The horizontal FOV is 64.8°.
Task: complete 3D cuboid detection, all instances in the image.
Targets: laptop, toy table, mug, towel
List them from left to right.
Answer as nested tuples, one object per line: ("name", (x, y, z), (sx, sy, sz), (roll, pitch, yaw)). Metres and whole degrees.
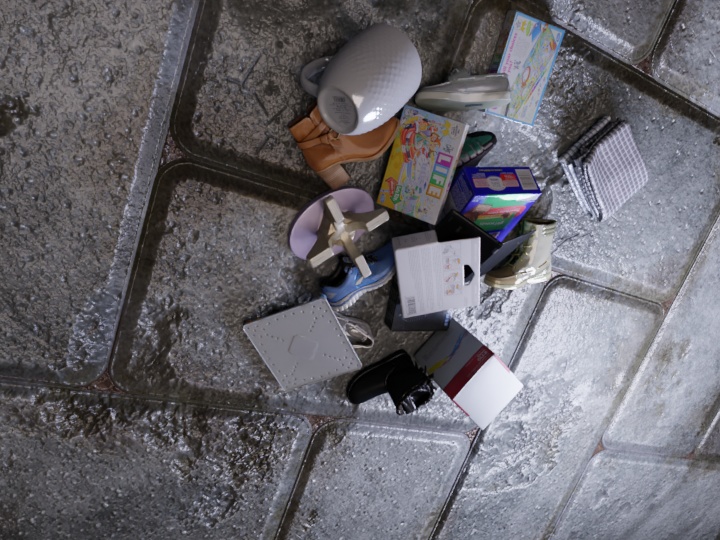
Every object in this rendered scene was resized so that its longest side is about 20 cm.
("toy table", (-0.043, -0.079, 1.143), (0.200, 0.117, 0.184), (-42, 121, -2))
("mug", (-0.015, -0.334, 1.009), (0.176, 0.197, 0.149), (-51, 153, -34))
("laptop", (0.235, -0.055, 1.216), (0.198, 0.117, 0.188), (33, 138, -8))
("towel", (0.586, -0.240, 1.350), (0.165, 0.086, 0.201), (-40, 120, -3))

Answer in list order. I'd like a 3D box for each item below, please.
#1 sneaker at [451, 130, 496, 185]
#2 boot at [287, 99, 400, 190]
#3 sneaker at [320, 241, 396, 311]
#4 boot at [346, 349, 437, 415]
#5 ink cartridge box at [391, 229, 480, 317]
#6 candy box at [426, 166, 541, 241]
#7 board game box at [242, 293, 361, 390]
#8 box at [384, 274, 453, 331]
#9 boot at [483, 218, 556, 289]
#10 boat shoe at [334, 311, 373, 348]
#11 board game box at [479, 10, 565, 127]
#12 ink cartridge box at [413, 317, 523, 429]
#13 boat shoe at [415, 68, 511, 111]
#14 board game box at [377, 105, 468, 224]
("sneaker", (0.208, -0.219, 1.221), (0.197, 0.075, 0.088), (-30, 130, 5))
("boot", (-0.029, -0.273, 1.093), (0.199, 0.074, 0.155), (-42, 118, -3))
("sneaker", (0.000, 0.000, 1.217), (0.198, 0.079, 0.090), (-36, 123, -4))
("boot", (0.071, 0.277, 1.314), (0.196, 0.163, 0.074), (-33, 119, -6))
("ink cartridge box", (0.162, 0.005, 1.194), (0.172, 0.045, 0.203), (-9, 133, 2))
("candy box", (0.257, -0.129, 1.210), (0.165, 0.079, 0.201), (-5, 153, -21))
("board game box", (-0.121, 0.158, 1.219), (0.196, 0.026, 0.202), (-19, 120, 15))
("box", (0.149, 0.041, 1.314), (0.157, 0.044, 0.205), (2, 111, -24))
("boot", (0.384, -0.043, 1.359), (0.196, 0.072, 0.158), (-10, 116, -24))
("boat shoe", (-0.055, 0.131, 1.254), (0.196, 0.069, 0.072), (12, 108, -26))
("board game box", (0.339, -0.422, 1.200), (0.132, 0.034, 0.204), (8, 109, -25))
("ink cartridge box", (0.251, 0.238, 1.351), (0.145, 0.200, 0.145), (-47, 121, 0))
("boat shoe", (0.206, -0.368, 1.148), (0.195, 0.070, 0.073), (-3, 86, -3))
("board game box", (0.124, -0.213, 1.147), (0.132, 0.034, 0.204), (21, 107, 17))
